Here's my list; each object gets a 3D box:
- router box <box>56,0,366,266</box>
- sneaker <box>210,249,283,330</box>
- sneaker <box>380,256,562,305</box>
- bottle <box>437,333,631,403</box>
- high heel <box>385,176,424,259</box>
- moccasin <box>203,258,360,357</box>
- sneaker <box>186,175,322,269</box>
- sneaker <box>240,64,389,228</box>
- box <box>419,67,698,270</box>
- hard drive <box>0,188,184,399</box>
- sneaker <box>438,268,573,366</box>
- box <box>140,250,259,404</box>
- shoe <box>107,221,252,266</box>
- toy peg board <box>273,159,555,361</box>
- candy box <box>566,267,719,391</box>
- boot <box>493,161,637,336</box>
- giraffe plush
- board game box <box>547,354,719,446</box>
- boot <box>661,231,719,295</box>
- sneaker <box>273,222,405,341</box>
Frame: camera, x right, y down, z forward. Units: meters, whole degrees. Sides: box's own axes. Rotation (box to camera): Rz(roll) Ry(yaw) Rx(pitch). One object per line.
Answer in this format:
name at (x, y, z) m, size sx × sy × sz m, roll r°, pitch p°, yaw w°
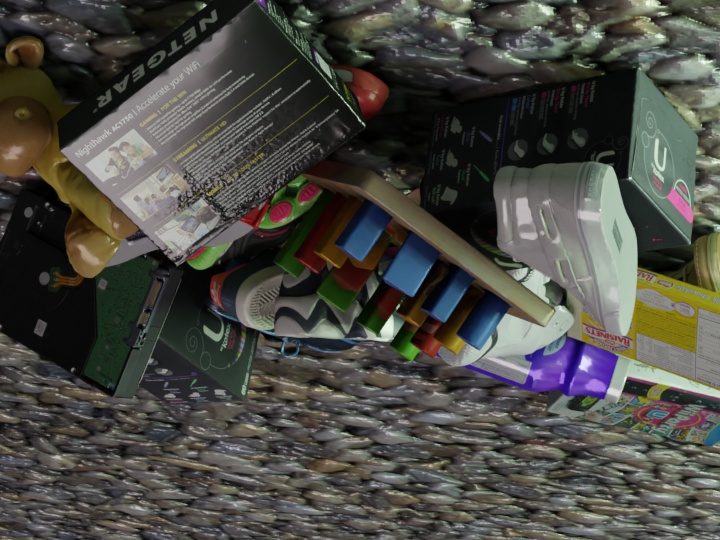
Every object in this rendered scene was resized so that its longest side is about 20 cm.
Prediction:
router box at (-0.118, -0.116, 1.421) m, size 0.199 × 0.051 × 0.149 m, roll -35°, pitch 124°, yaw 12°
sneaker at (-0.061, 0.005, 1.754) m, size 0.199 × 0.076 × 0.084 m, roll -10°, pitch -160°, yaw -43°
sneaker at (0.107, 0.012, 1.767) m, size 0.198 × 0.072 × 0.073 m, roll 4°, pitch 118°, yaw -12°
bottle at (0.174, 0.080, 1.822) m, size 0.199 × 0.084 × 0.065 m, roll 20°, pitch 144°, yaw 8°
high heel at (0.046, -0.052, 1.636) m, size 0.095 × 0.068 × 0.200 m, roll -4°, pitch 170°, yaw 3°
moccasin at (-0.082, 0.038, 1.858) m, size 0.068 × 0.081 × 0.199 m, roll -36°, pitch 136°, yaw 25°
sneaker at (-0.092, -0.062, 1.683) m, size 0.083 × 0.077 × 0.199 m, roll -10°, pitch 170°, yaw -44°
sneaker at (-0.058, -0.095, 1.520) m, size 0.078 × 0.116 × 0.199 m, roll 26°, pitch 151°, yaw -34°
box at (0.165, -0.078, 1.492) m, size 0.199 × 0.107 × 0.122 m, roll -9°, pitch 150°, yaw 34°
hard drive at (-0.275, 0.021, 1.737) m, size 0.199 × 0.141 × 0.038 m, roll 25°, pitch -173°, yaw 30°
sneaker at (0.153, 0.005, 1.681) m, size 0.114 × 0.075 × 0.201 m, roll 1°, pitch 128°, yaw -38°
box at (-0.199, 0.046, 1.851) m, size 0.105 × 0.123 × 0.200 m, roll -5°, pitch 153°, yaw 29°
shoe at (-0.176, -0.069, 1.656) m, size 0.199 × 0.091 × 0.072 m, roll -13°, pitch 135°, yaw 23°
toy peg board at (0.031, 0.006, 1.517) m, size 0.199 × 0.098 × 0.199 m, roll 36°, pitch 176°, yaw -17°
candy box at (0.283, 0.050, 1.667) m, size 0.199 × 0.026 × 0.103 m, roll 20°, pitch 139°, yaw 27°
boot at (0.162, -0.020, 1.424) m, size 0.095 × 0.074 × 0.201 m, roll 5°, pitch 145°, yaw 21°
giraffe plush at (-0.261, -0.115, 1.544) m, size 0.162 × 0.173 × 0.200 m, roll 32°, pitch -177°, yaw -23°
board game box at (0.319, 0.122, 1.934) m, size 0.198 × 0.065 × 0.148 m, roll 12°, pitch 156°, yaw -10°
boot at (0.288, 0.023, 1.721) m, size 0.154 × 0.073 × 0.200 m, roll 2°, pitch 158°, yaw 17°
sneaker at (0.000, 0.000, 1.661) m, size 0.198 × 0.131 × 0.079 m, roll 5°, pitch 178°, yaw -43°
